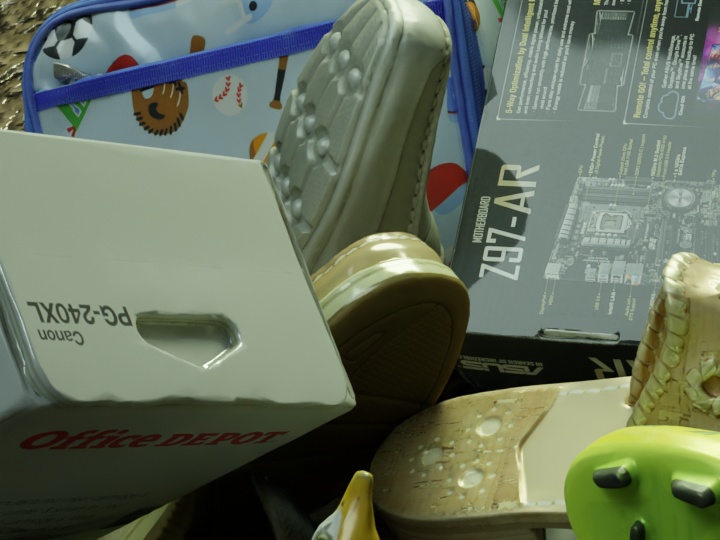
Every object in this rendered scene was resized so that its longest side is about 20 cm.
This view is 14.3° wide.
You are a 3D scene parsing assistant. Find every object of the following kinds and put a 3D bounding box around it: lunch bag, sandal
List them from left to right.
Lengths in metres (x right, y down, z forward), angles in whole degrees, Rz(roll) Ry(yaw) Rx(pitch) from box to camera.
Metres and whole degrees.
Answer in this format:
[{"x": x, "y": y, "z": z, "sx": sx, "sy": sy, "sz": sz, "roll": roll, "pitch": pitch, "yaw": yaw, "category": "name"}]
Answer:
[{"x": -0.033, "y": -0.043, "z": 1.051, "sx": 0.199, "sy": 0.161, "sz": 0.075, "roll": -10, "pitch": -2, "yaw": 27, "category": "lunch bag"}, {"x": 0.089, "y": 0.030, "z": 0.810, "sx": 0.211, "sy": 0.070, "sz": 0.078, "roll": -13, "pitch": 39, "yaw": 25, "category": "sandal"}]

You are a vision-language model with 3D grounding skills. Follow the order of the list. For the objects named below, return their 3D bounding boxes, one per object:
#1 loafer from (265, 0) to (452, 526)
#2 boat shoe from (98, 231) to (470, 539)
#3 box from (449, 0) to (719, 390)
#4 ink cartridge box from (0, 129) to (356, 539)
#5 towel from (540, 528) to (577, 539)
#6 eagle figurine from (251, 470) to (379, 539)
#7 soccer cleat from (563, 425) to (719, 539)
[{"x": 0.000, "y": 0.000, "z": 0.957, "sx": 0.069, "sy": 0.201, "sz": 0.070, "roll": 6, "pitch": 33, "yaw": -19, "category": "loafer"}, {"x": -0.040, "y": 0.047, "z": 0.904, "sx": 0.200, "sy": 0.074, "sz": 0.067, "roll": -48, "pitch": 50, "yaw": 34, "category": "boat shoe"}, {"x": 0.123, "y": -0.053, "z": 0.953, "sx": 0.159, "sy": 0.044, "sz": 0.201, "roll": 3, "pitch": 63, "yaw": 18, "category": "box"}, {"x": -0.124, "y": 0.040, "z": 0.815, "sx": 0.199, "sy": 0.145, "sz": 0.084, "roll": -29, "pitch": 72, "yaw": 30, "category": "ink cartridge box"}, {"x": 0.136, "y": 0.076, "z": 0.806, "sx": 0.199, "sy": 0.031, "sz": 0.149, "roll": -29, "pitch": 35, "yaw": 4, "category": "towel"}, {"x": -0.014, "y": 0.126, "z": 0.767, "sx": 0.200, "sy": 0.152, "sz": 0.151, "roll": -1, "pitch": 54, "yaw": 58, "category": "eagle figurine"}, {"x": 0.147, "y": 0.065, "z": 0.742, "sx": 0.199, "sy": 0.065, "sz": 0.084, "roll": 2, "pitch": 28, "yaw": 36, "category": "soccer cleat"}]
